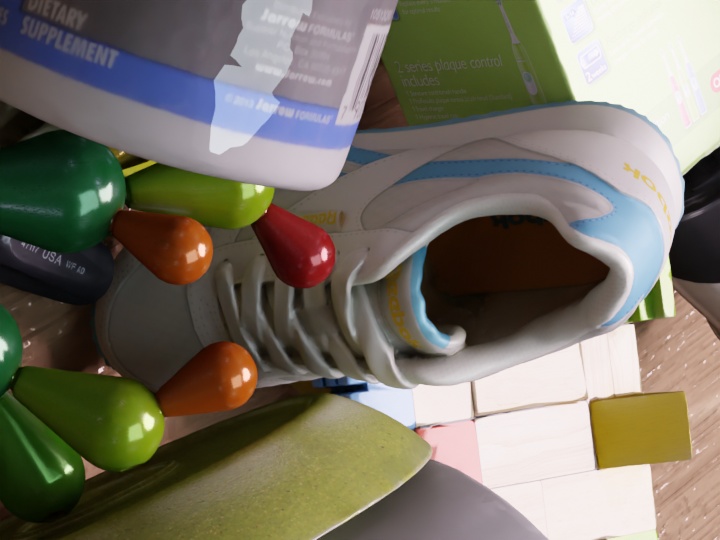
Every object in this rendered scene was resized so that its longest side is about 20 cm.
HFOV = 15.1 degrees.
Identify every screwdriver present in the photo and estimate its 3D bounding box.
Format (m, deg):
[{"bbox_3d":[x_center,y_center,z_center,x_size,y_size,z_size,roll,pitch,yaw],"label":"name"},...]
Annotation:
[{"bbox_3d":[-0.140,-0.023,0.791,0.029,0.028,0.200,-45,146,17],"label":"screwdriver"}]

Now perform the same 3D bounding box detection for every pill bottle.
[{"bbox_3d":[-0.028,-0.132,0.697,0.114,0.113,0.201,6,106,-54],"label":"pill bottle"}]

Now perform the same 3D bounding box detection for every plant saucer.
[{"bbox_3d":[-0.074,0.081,0.814,0.200,0.200,0.031,-26,93,-44],"label":"plant saucer"}]

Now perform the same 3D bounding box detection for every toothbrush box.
[{"bbox_3d":[0.066,-0.135,0.905,0.145,0.086,0.201,-39,117,-35],"label":"toothbrush box"}]

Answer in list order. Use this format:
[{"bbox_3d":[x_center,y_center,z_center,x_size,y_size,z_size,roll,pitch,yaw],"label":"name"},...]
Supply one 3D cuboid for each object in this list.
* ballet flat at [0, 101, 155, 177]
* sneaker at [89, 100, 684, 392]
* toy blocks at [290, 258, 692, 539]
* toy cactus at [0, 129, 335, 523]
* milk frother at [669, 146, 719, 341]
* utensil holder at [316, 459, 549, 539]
[{"bbox_3d":[-0.104,-0.065,0.793,0.067,0.067,0.200,-46,141,4],"label":"ballet flat"},{"bbox_3d":[0.000,0.000,0.850,0.081,0.199,0.077,-62,133,-61],"label":"sneaker"},{"bbox_3d":[0.030,0.027,0.969,0.136,0.100,0.201,-6,89,-32],"label":"toy blocks"},{"bbox_3d":[-0.119,-0.001,0.754,0.199,0.102,0.165,-28,121,4],"label":"toy cactus"},{"bbox_3d":[0.199,-0.058,1.072,0.188,0.199,0.181,34,75,-54],"label":"milk frother"},{"bbox_3d":[-0.027,0.171,0.816,0.200,0.170,0.171,-33,132,-28],"label":"utensil holder"}]
